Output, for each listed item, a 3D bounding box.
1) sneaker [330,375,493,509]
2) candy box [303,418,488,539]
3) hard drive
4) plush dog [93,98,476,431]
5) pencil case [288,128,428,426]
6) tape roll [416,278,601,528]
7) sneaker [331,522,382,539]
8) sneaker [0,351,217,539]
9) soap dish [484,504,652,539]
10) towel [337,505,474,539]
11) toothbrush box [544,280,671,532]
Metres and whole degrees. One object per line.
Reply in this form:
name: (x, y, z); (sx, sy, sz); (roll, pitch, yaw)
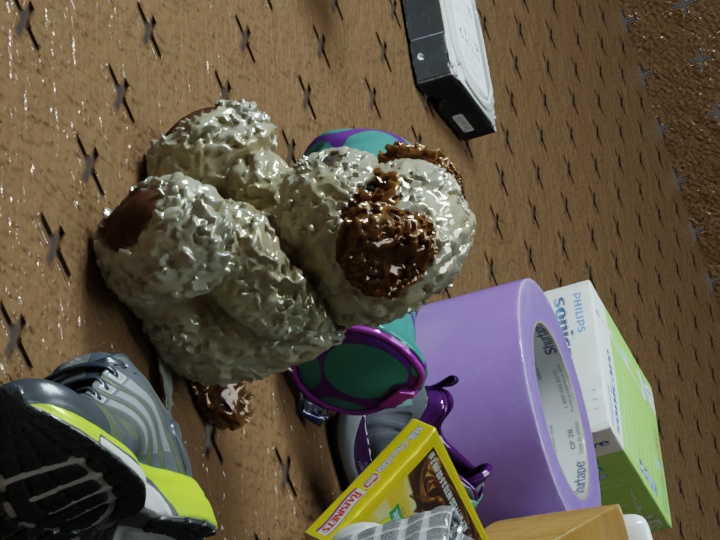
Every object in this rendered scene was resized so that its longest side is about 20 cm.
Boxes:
sneaker: (0.049, 0.167, 1.542); (0.074, 0.087, 0.201); (-51, 125, -72)
candy box: (0.040, 0.195, 1.494); (0.102, 0.026, 0.201); (-43, 129, -23)
hard drive: (0.068, -0.226, 2.096); (0.140, 0.038, 0.201); (45, 33, -63)
plush dog: (-0.024, -0.006, 1.274); (0.200, 0.171, 0.161); (-67, 140, -68)
pencil case: (0.000, 0.000, 1.530); (0.092, 0.085, 0.201); (46, 29, -31)
tape roll: (0.110, 0.113, 1.828); (0.200, 0.084, 0.201); (-15, 90, -75)
sneaker: (0.012, 0.239, 1.348); (0.130, 0.079, 0.201); (26, 61, -82)
sneaker: (-0.122, 0.073, 1.061); (0.200, 0.073, 0.081); (55, 17, -71)
soap dish: (0.130, 0.241, 1.632); (0.200, 0.081, 0.159); (156, -78, -68)
towel: (-0.028, 0.190, 1.093); (0.086, 0.165, 0.200); (62, 18, -22)
toothbrush box: (0.195, 0.126, 2.127); (0.200, 0.085, 0.146); (56, 24, -53)
